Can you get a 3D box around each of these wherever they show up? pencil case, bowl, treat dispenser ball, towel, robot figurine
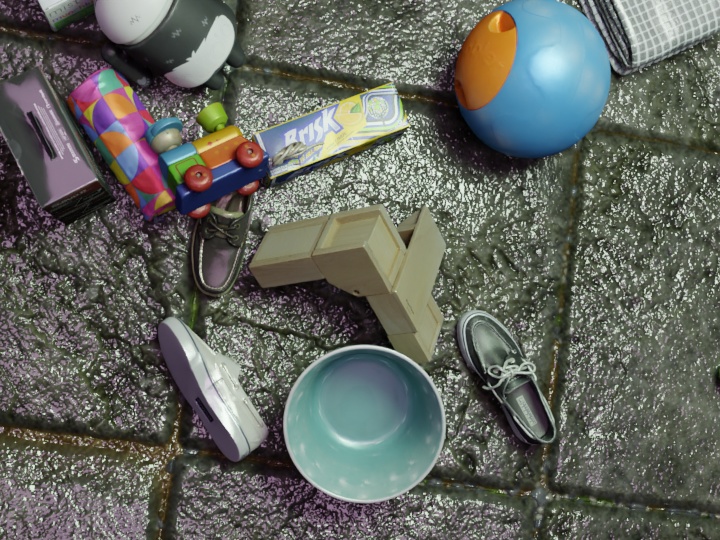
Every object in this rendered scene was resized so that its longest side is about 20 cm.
[{"bbox_3d":[-0.286,-0.157,1.322,0.088,0.088,0.201,-34,93,-9],"label":"pencil case"},{"bbox_3d":[0.004,0.178,1.312,0.198,0.105,0.203,0,101,-1],"label":"bowl"},{"bbox_3d":[0.220,-0.246,1.340,0.199,0.201,0.203,1,86,-8],"label":"treat dispenser ball"},{"bbox_3d":[0.394,-0.391,1.435,0.164,0.086,0.202,-25,90,-10],"label":"towel"},{"bbox_3d":[-0.234,-0.306,1.287,0.199,0.124,0.152,31,74,-45],"label":"robot figurine"}]

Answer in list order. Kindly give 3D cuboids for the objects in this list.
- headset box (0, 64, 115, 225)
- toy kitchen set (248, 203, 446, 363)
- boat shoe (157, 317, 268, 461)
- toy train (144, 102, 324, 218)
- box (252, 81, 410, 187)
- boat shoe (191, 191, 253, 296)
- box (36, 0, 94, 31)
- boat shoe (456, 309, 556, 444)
[{"bbox_3d":[-0.369,-0.145,1.247,0.077,0.200,0.150,-28,89,-9],"label":"headset box"},{"bbox_3d":[0.000,0.000,1.366,0.201,0.179,0.164,59,37,-32],"label":"toy kitchen set"},{"bbox_3d":[-0.183,0.141,1.327,0.070,0.071,0.201,-31,87,-36],"label":"boat shoe"},{"bbox_3d":[-0.157,-0.159,1.285,0.199,0.085,0.116,-28,74,-21],"label":"toy train"},{"bbox_3d":[-0.040,-0.176,1.362,0.198,0.070,0.065,-23,87,-9],"label":"box"},{"bbox_3d":[-0.176,-0.068,1.337,0.072,0.065,0.202,8,84,-7],"label":"boat shoe"},{"bbox_3d":[-0.348,-0.435,1.323,0.199,0.097,0.178,-30,91,-10],"label":"box"},{"bbox_3d":[0.195,0.142,1.374,0.073,0.068,0.201,-25,90,-10],"label":"boat shoe"}]
